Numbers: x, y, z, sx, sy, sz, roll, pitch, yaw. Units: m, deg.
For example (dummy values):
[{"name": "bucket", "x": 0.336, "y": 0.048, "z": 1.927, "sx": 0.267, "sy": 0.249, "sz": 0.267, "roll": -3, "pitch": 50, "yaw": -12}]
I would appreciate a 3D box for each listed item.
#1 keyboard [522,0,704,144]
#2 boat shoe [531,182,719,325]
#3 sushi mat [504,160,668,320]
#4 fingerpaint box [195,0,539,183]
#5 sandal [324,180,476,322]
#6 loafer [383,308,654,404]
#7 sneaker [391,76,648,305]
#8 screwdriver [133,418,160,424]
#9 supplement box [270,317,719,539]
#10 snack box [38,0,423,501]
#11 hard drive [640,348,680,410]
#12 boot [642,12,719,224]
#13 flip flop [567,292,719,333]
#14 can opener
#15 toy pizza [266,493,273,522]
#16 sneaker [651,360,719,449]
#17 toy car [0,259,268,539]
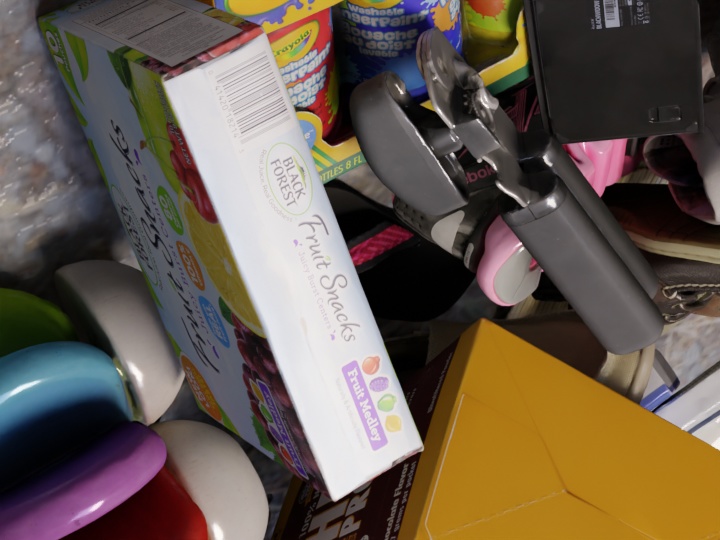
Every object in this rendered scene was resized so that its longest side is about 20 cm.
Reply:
[{"name": "keyboard", "x": 0.135, "y": -0.128, "z": 1.190, "sx": 0.127, "sy": 0.021, "sz": 0.200, "roll": -5, "pitch": 144, "yaw": 6}, {"name": "boat shoe", "x": 0.155, "y": -0.006, "z": 1.361, "sx": 0.073, "sy": 0.200, "sz": 0.065, "roll": -24, "pitch": 110, "yaw": -32}, {"name": "sushi mat", "x": 0.117, "y": 0.019, "z": 1.513, "sx": 0.095, "sy": 0.012, "sz": 0.200, "roll": -6, "pitch": 134, "yaw": -38}, {"name": "fingerpaint box", "x": 0.010, "y": -0.136, "z": 1.184, "sx": 0.200, "sy": 0.073, "sz": 0.167, "roll": -28, "pitch": 144, "yaw": -17}, {"name": "sandal", "x": 0.000, "y": 0.000, "z": 1.352, "sx": 0.200, "sy": 0.045, "sz": 0.075, "roll": 9, "pitch": 124, "yaw": -48}, {"name": "loafer", "x": 0.062, "y": 0.061, "z": 1.390, "sx": 0.200, "sy": 0.076, "sz": 0.068, "roll": -18, "pitch": 140, "yaw": 41}, {"name": "sneaker", "x": 0.086, "y": -0.072, "z": 1.329, "sx": 0.200, "sy": 0.095, "sz": 0.079, "roll": -46, "pitch": 155, "yaw": -39}, {"name": "screwdriver", "x": -0.090, "y": 0.022, "z": 1.304, "sx": 0.029, "sy": 0.028, "sz": 0.200, "roll": 14, "pitch": 128, "yaw": -17}, {"name": "supplement box", "x": 0.075, "y": 0.159, "z": 1.341, "sx": 0.197, "sy": 0.133, "sz": 0.200, "roll": 29, "pitch": 143, "yaw": -14}, {"name": "snack box", "x": -0.055, "y": -0.016, "z": 1.131, "sx": 0.053, "sy": 0.142, "sz": 0.200, "roll": -28, "pitch": 114, "yaw": -17}, {"name": "hard drive", "x": 0.090, "y": 0.115, "z": 1.514, "sx": 0.200, "sy": 0.025, "sz": 0.132, "roll": -37, "pitch": 175, "yaw": 7}, {"name": "boot", "x": 0.181, "y": -0.081, "z": 1.337, "sx": 0.095, "sy": 0.200, "sz": 0.074, "roll": -21, "pitch": 108, "yaw": -2}, {"name": "flip flop", "x": 0.186, "y": -0.004, "z": 1.427, "sx": 0.057, "sy": 0.081, "sz": 0.200, "roll": 17, "pitch": 142, "yaw": -29}, {"name": "can opener", "x": 0.065, "y": -0.029, "z": 1.213, "sx": 0.067, "sy": 0.053, "sz": 0.200, "roll": -23, "pitch": 132, "yaw": 20}, {"name": "toy pizza", "x": -0.113, "y": 0.191, "z": 1.395, "sx": 0.200, "sy": 0.032, "sz": 0.200, "roll": -43, "pitch": 175, "yaw": -5}, {"name": "sneaker", "x": 0.156, "y": 0.127, "z": 1.505, "sx": 0.200, "sy": 0.071, "sz": 0.073, "roll": -37, "pitch": 175, "yaw": 10}, {"name": "toy car", "x": -0.134, "y": 0.104, "z": 1.217, "sx": 0.175, "sy": 0.150, "sz": 0.200, "roll": -29, "pitch": 108, "yaw": -13}]
